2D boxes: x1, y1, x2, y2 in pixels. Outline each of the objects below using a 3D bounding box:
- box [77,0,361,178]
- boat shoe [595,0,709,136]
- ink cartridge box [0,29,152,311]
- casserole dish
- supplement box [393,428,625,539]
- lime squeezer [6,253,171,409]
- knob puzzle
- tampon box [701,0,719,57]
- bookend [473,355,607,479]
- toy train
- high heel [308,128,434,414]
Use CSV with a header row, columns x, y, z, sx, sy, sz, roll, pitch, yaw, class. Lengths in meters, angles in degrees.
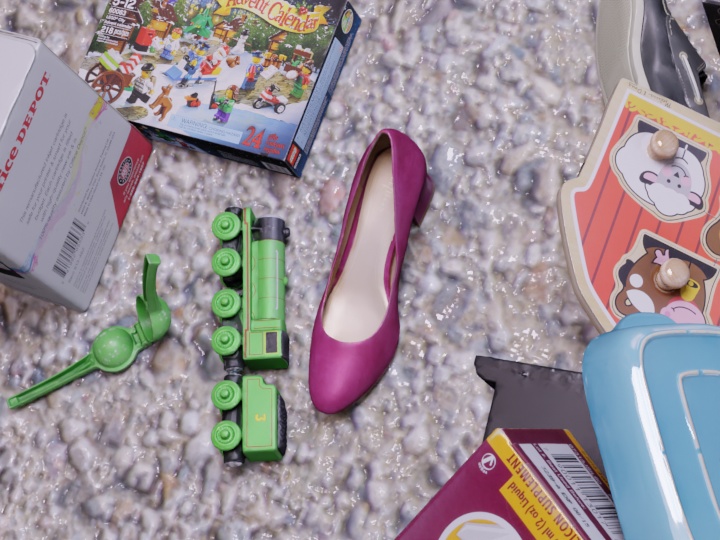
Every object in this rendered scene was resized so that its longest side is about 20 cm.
x,y,z,sx,sy,sz,roll,pitch,yaw,class
-0.115,-0.161,1.494,0.199,0.038,0.137,15,77,23,box
0.210,-0.144,1.371,0.067,0.072,0.201,4,61,-18,boat shoe
-0.250,-0.075,1.420,0.083,0.200,0.146,16,77,23,ink cartridge box
0.199,0.109,1.109,0.039,0.121,0.201,-42,55,52,casserole dish
0.072,0.200,1.148,0.200,0.086,0.110,-50,60,21,supplement box
-0.183,0.051,1.431,0.200,0.071,0.038,-42,78,34,lime squeezer
0.221,-0.012,1.260,0.219,0.030,0.220,5,69,-15,knob puzzle
0.324,-0.172,1.255,0.149,0.200,0.127,16,77,23,tampon box
0.156,0.173,1.218,0.198,0.092,0.201,8,76,23,bookend
-0.079,0.045,1.409,0.056,0.042,0.201,-4,70,8,toy train
0.000,0.000,1.365,0.067,0.096,0.200,21,79,24,high heel
